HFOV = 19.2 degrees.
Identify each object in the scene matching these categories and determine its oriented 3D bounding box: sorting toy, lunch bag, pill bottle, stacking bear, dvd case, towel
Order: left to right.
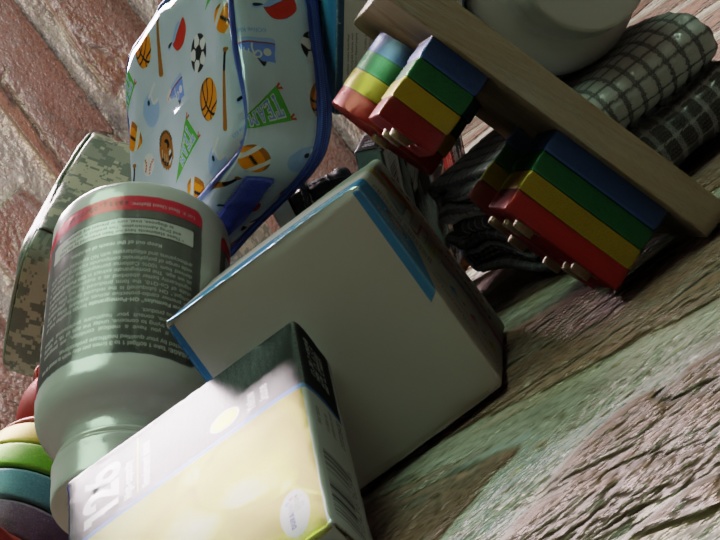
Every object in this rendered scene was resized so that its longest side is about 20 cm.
[{"bbox_3d":[-0.199,0.139,1.336,0.114,0.121,0.201,-51,14,39],"label":"stacking bear"},{"bbox_3d":[-0.131,0.056,1.229,0.110,0.110,0.201,-35,39,32],"label":"pill bottle"},{"bbox_3d":[-0.160,0.009,1.593,0.200,0.166,0.140,-70,-6,-58],"label":"lunch bag"},{"bbox_3d":[-0.086,-0.096,1.327,0.075,0.162,0.200,2,-25,-26],"label":"lunch bag"},{"bbox_3d":[0.041,-0.058,1.429,0.022,0.147,0.200,-6,27,16],"label":"dvd case"},{"bbox_3d":[0.073,-0.065,1.118,0.070,0.199,0.199,-54,5,-1],"label":"sorting toy"},{"bbox_3d":[0.106,-0.172,1.326,0.111,0.111,0.200,-39,6,-14],"label":"pill bottle"},{"bbox_3d":[0.139,-0.072,1.332,0.165,0.086,0.200,-41,7,-13],"label":"towel"}]

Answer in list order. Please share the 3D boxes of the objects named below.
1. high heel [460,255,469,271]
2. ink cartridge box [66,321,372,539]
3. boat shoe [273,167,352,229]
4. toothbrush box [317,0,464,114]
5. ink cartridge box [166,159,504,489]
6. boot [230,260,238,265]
[{"bbox_3d":[-0.007,0.053,1.524,0.199,0.072,0.143,-20,37,29],"label":"high heel"},{"bbox_3d":[-0.090,0.132,0.977,0.199,0.047,0.198,-35,25,8],"label":"ink cartridge box"},{"bbox_3d":[0.000,0.000,1.406,0.060,0.076,0.200,-27,-28,4],"label":"boat shoe"},{"bbox_3d":[-0.001,-0.188,1.350,0.084,0.148,0.200,-2,15,-14],"label":"toothbrush box"},{"bbox_3d":[-0.007,0.029,1.156,0.125,0.129,0.200,-36,4,8],"label":"ink cartridge box"},{"bbox_3d":[-0.104,0.023,1.392,0.200,0.130,0.071,18,-100,-86],"label":"boot"}]
